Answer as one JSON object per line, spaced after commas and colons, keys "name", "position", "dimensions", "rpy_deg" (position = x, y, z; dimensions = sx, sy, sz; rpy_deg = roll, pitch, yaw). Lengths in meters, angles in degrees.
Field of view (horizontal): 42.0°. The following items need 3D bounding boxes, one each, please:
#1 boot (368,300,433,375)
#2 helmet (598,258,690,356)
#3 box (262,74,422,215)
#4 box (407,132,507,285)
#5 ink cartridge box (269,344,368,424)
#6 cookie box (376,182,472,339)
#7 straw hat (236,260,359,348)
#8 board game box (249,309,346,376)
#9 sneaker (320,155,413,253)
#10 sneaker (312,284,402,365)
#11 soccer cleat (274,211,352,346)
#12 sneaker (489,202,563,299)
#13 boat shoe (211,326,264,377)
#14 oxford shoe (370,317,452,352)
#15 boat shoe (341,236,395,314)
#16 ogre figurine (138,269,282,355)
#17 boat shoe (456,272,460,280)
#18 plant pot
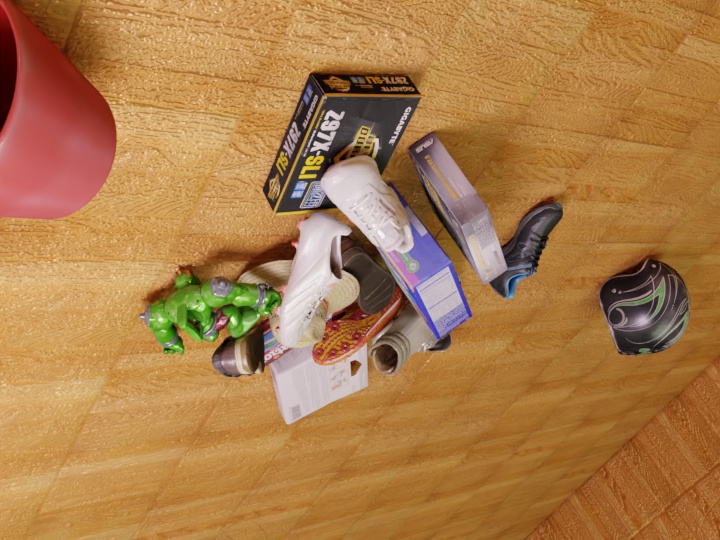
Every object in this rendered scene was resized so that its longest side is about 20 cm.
{"name": "boot", "position": [0.073, 0.117, 1.609], "dimensions": [0.155, 0.072, 0.200], "rpy_deg": [-47, 175, -26]}
{"name": "helmet", "position": [0.643, 0.082, 2.097], "dimensions": [0.187, 0.204, 0.200], "rpy_deg": [-21, 153, 16]}
{"name": "box", "position": [-0.027, -0.165, 1.237], "dimensions": [0.157, 0.050, 0.202], "rpy_deg": [-6, 140, -35]}
{"name": "box", "position": [0.147, -0.088, 1.399], "dimensions": [0.048, 0.160, 0.200], "rpy_deg": [-31, 151, 1]}
{"name": "ink cartridge box", "position": [-0.072, 0.185, 1.698], "dimensions": [0.173, 0.045, 0.202], "rpy_deg": [-24, 149, -14]}
{"name": "cookie box", "position": [0.084, -0.012, 1.439], "dimensions": [0.075, 0.172, 0.201], "rpy_deg": [-34, 149, -2]}
{"name": "straw hat", "position": [-0.095, 0.068, 1.404], "dimensions": [0.196, 0.087, 0.202], "rpy_deg": [-4, 151, -2]}
{"name": "board game box", "position": [-0.122, 0.100, 1.556], "dimensions": [0.198, 0.020, 0.103], "rpy_deg": [-33, 151, -1]}
{"name": "sneaker", "position": [0.019, -0.085, 1.250], "dimensions": [0.074, 0.101, 0.199], "rpy_deg": [-37, 149, 13]}
{"name": "sneaker", "position": [0.001, 0.102, 1.587], "dimensions": [0.199, 0.073, 0.078], "rpy_deg": [-36, 150, -23]}
{"name": "soccer cleat", "position": [-0.067, 0.020, 1.296], "dimensions": [0.069, 0.076, 0.204], "rpy_deg": [-44, 150, -67]}
{"name": "sneaker", "position": [0.307, -0.036, 1.700], "dimensions": [0.072, 0.083, 0.201], "rpy_deg": [7, 130, -45]}
{"name": "boat shoe", "position": [-0.182, 0.124, 1.419], "dimensions": [0.063, 0.075, 0.200], "rpy_deg": [-4, 174, 1]}
{"name": "oxford shoe", "position": [0.103, 0.126, 1.768], "dimensions": [0.197, 0.058, 0.076], "rpy_deg": [1, 139, -42]}
{"name": "boat shoe", "position": [0.000, 0.000, 1.482], "dimensions": [0.072, 0.068, 0.201], "rpy_deg": [-39, 149, -6]}
{"name": "ogre figurine", "position": [-0.219, 0.058, 1.318], "dimensions": [0.196, 0.100, 0.120], "rpy_deg": [-2, 158, 25]}
{"name": "boat shoe", "position": [0.143, 0.023, 1.641], "dimensions": [0.067, 0.072, 0.202], "rpy_deg": [-29, 147, -16]}
{"name": "plant pot", "position": [-0.331, -0.138, 0.865], "dimensions": [0.199, 0.202, 0.177], "rpy_deg": [-38, 159, 10]}
